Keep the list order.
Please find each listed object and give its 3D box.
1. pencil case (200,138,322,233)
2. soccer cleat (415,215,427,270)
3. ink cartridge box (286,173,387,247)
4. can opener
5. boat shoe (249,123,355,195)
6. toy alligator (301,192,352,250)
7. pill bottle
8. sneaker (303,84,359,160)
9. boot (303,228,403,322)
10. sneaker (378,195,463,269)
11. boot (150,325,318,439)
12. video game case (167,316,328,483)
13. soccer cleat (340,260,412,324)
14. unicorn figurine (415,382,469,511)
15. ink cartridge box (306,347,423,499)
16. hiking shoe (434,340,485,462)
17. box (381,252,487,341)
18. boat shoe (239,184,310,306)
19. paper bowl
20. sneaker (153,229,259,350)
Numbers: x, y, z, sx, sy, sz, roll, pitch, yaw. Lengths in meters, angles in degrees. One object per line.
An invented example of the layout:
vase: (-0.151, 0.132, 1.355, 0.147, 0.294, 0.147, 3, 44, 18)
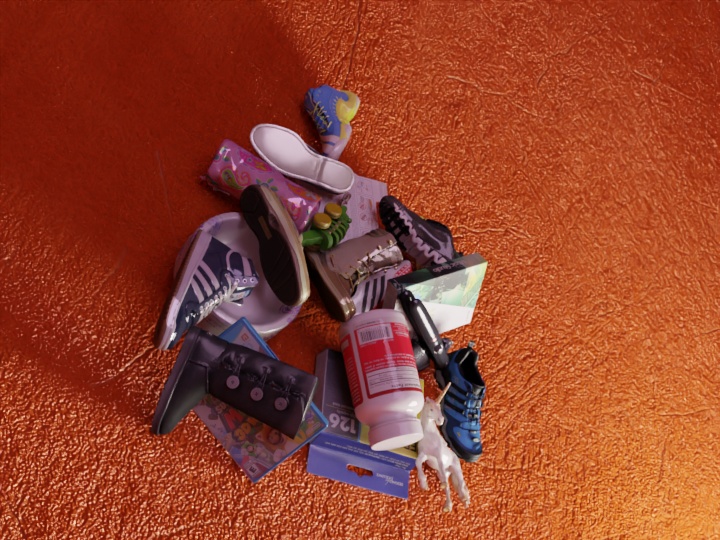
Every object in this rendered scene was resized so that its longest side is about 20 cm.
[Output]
pencil case: (-0.163, -0.134, 1.432, 0.199, 0.088, 0.088, 31, 50, 1)
soccer cleat: (0.129, -0.013, 1.614, 0.083, 0.065, 0.202, -15, 76, -40)
ink cartridge box: (-0.037, -0.105, 1.561, 0.199, 0.050, 0.162, 13, 58, -34)
can opener: (0.109, 0.106, 1.456, 0.079, 0.201, 0.063, -42, 53, -18)
boat shoe: (-0.106, -0.187, 1.492, 0.199, 0.062, 0.073, 25, 83, -18)
toy alligator: (-0.041, -0.079, 1.458, 0.054, 0.060, 0.200, 31, 36, 9)
pill bottle: (0.036, 0.172, 1.357, 0.111, 0.112, 0.202, 4, 63, -34)
sneaker: (-0.069, -0.278, 1.619, 0.104, 0.076, 0.201, 25, 42, -10)
boot: (0.000, 0.000, 1.420, 0.153, 0.073, 0.200, -17, 32, -11)
sneaker: (0.114, -0.065, 1.568, 0.200, 0.066, 0.090, 49, 55, -2)
boot: (-0.175, 0.187, 1.209, 0.198, 0.066, 0.166, 23, 95, -6)
video game case: (-0.162, 0.188, 1.249, 0.201, 0.143, 0.018, 52, 6, -5)
soccer cleat: (0.021, 0.027, 1.514, 0.085, 0.068, 0.200, 51, 52, -7)
unicorn figurine: (0.128, 0.299, 1.404, 0.073, 0.201, 0.138, -8, 48, 7)
ink cartridge box: (0.013, 0.247, 1.401, 0.196, 0.047, 0.202, 21, 52, -26)
hiking shoe: (0.180, 0.229, 1.502, 0.074, 0.087, 0.202, 5, 63, -34)
box: (0.123, 0.055, 1.502, 0.199, 0.145, 0.036, -18, 45, -31)
boat shoe: (-0.113, -0.042, 1.319, 0.076, 0.071, 0.202, -1, 67, -54)
paper bowl: (-0.192, 0.021, 1.335, 0.199, 0.104, 0.202, 17, 56, -27)
sneaker: (-0.207, 0.040, 1.191, 0.108, 0.070, 0.201, 27, 47, -16)
